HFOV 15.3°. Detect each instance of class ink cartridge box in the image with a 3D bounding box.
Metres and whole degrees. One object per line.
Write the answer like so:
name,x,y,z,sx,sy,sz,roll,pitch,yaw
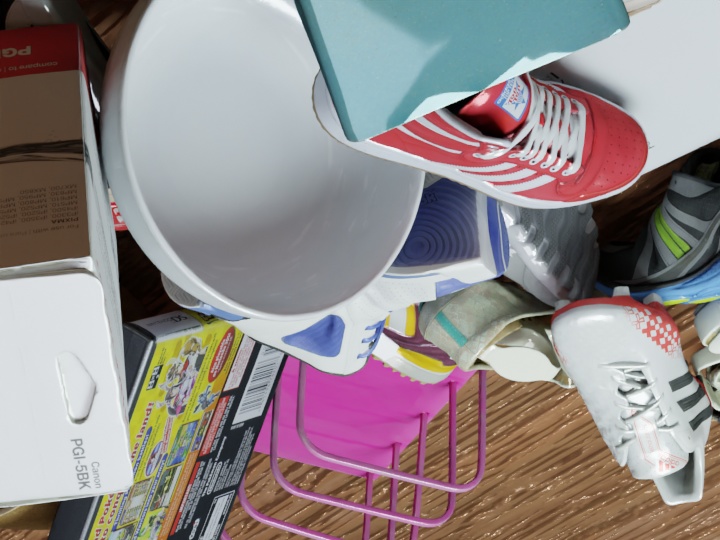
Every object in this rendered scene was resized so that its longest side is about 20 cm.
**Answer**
ink cartridge box,-0.164,-0.004,1.314,0.082,0.201,0.148,-7,128,-3

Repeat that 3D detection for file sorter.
file sorter,-0.016,0.122,1.745,0.138,0.126,0.200,15,145,-18

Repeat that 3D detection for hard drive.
hard drive,0.161,-0.112,1.467,0.199,0.026,0.132,-26,137,36

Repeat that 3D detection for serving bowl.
serving bowl,-0.060,-0.071,1.407,0.199,0.201,0.066,28,157,-34

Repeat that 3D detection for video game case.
video game case,-0.116,0.111,1.612,0.025,0.180,0.201,29,110,22

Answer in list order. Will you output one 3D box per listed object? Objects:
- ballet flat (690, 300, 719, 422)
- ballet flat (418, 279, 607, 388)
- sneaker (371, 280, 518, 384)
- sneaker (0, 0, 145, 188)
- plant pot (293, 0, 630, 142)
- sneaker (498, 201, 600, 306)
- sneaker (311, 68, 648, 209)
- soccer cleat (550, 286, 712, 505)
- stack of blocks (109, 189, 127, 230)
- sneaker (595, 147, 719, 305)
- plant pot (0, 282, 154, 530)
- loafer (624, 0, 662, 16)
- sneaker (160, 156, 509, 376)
ballet flat,0.238,0.041,1.647,0.071,0.072,0.201,0,148,4
ballet flat,0.108,0.046,1.617,0.199,0.062,0.068,6,127,-49
sneaker,0.004,0.000,1.618,0.199,0.075,0.090,21,134,-35
sneaker,-0.196,-0.109,1.395,0.111,0.073,0.201,-27,118,9
plant pot,0.014,-0.197,1.218,0.140,0.142,0.201,-22,123,1
sneaker,0.063,-0.044,1.551,0.082,0.075,0.200,-18,132,43
sneaker,0.086,-0.081,1.392,0.199,0.072,0.112,10,168,-27
soccer cleat,0.165,0.075,1.578,0.068,0.086,0.200,-12,152,18
stack of blocks,-0.171,-0.076,1.516,0.198,0.059,0.115,-4,146,10
sneaker,0.203,-0.026,1.559,0.070,0.083,0.199,-4,169,-31
plant pot,-0.179,0.088,1.681,0.185,0.188,0.200,-16,155,26
loafer,0.099,-0.154,1.381,0.199,0.072,0.063,-10,162,30
sneaker,-0.001,0.000,1.516,0.198,0.081,0.115,-11,151,24
